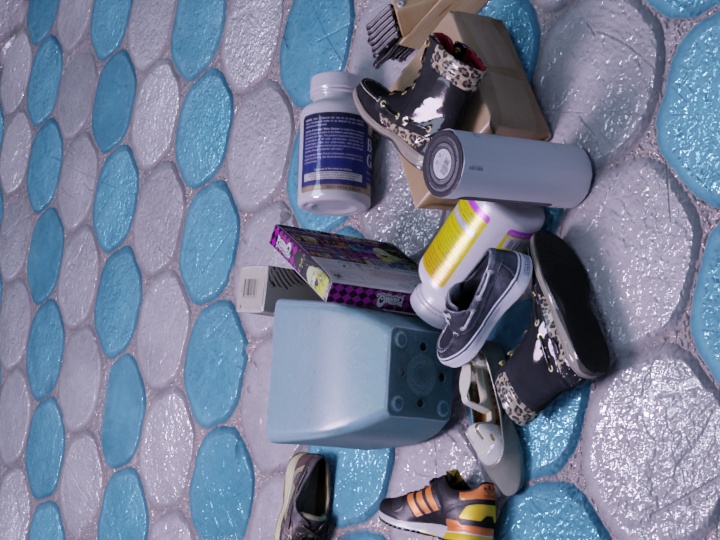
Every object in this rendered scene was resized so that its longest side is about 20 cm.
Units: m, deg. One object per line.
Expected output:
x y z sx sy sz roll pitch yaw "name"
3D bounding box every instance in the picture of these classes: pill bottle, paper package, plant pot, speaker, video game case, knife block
-0.037 -0.190 1.965 0.111 0.111 0.200 -14 71 54 "pill bottle"
0.142 -0.020 1.669 0.200 0.104 0.104 -57 41 30 "pill bottle"
0.133 -0.202 1.726 0.191 0.103 0.200 -49 46 40 "paper package"
0.016 0.141 1.750 0.200 0.196 0.196 -5 78 49 "plant pot"
0.177 -0.119 1.556 0.081 0.200 0.081 -6 83 56 "speaker"
0.000 0.000 1.788 0.181 0.200 0.036 44 119 50 "video game case"
0.103 -0.352 1.857 0.200 0.176 0.064 -15 63 5 "knife block"

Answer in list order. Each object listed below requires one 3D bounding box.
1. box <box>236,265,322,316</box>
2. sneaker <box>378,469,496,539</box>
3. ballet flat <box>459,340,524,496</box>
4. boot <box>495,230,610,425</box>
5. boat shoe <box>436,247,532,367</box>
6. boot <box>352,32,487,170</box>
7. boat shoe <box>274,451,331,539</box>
-0.071 0.039 1.882 0.082 0.200 0.069 -1 82 55 "box"
0.103 0.298 1.690 0.200 0.070 0.090 2 79 53 "sneaker"
0.155 0.183 1.638 0.067 0.064 0.200 -32 57 48 "ballet flat"
0.211 0.070 1.577 0.154 0.073 0.204 -49 44 42 "boot"
0.131 0.044 1.595 0.200 0.068 0.072 126 153 -44 "boat shoe"
0.075 -0.230 1.659 0.200 0.073 0.151 53 127 43 "boot"
-0.081 0.367 1.934 0.065 0.073 0.200 -20 66 58 "boat shoe"
